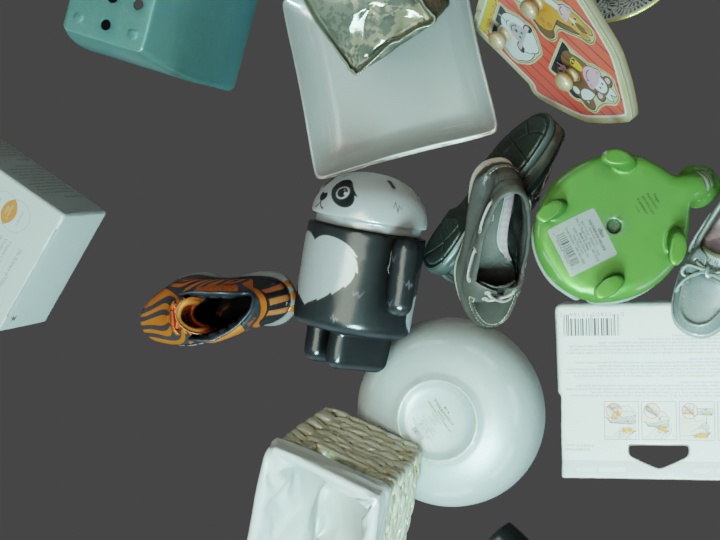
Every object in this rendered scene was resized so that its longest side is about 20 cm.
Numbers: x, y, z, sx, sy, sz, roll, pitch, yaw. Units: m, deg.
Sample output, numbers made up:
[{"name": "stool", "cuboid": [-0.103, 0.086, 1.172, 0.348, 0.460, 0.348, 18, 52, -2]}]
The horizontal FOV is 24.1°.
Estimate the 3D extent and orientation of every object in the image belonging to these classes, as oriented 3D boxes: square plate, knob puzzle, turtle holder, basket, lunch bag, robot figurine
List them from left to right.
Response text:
[{"name": "basket", "cuboid": [-0.025, 0.256, 1.714, 0.135, 0.123, 0.200, 23, 121, 20]}, {"name": "lunch bag", "cuboid": [-0.011, -0.305, 1.622, 0.118, 0.164, 0.200, -34, 97, 13]}, {"name": "robot figurine", "cuboid": [-0.002, 0.000, 1.714, 0.150, 0.125, 0.200, 11, 94, 17]}, {"name": "square plate", "cuboid": [0.030, -0.210, 1.727, 0.198, 0.028, 0.200, -14, 80, 18]}, {"name": "knob puzzle", "cuboid": [0.185, -0.210, 1.615, 0.030, 0.220, 0.220, -40, 81, -19]}, {"name": "turtle holder", "cuboid": [0.249, -0.052, 1.632, 0.141, 0.132, 0.186, 34, 85, 5]}]

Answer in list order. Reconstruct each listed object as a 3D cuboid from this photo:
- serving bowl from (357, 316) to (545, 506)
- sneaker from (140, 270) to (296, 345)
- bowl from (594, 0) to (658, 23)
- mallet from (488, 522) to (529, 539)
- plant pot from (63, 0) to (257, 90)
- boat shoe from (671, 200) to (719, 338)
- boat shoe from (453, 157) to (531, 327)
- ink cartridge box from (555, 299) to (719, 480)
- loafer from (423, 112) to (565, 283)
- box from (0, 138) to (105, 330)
[{"name": "serving bowl", "cuboid": [0.086, 0.150, 1.733, 0.200, 0.066, 0.200, 2, 95, 17]}, {"name": "sneaker", "cuboid": [-0.174, 0.040, 1.762, 0.200, 0.112, 0.078, -15, 89, 33]}, {"name": "bowl", "cuboid": [0.236, -0.340, 1.631, 0.201, 0.094, 0.201, 3, 99, 19]}, {"name": "mallet", "cuboid": [0.120, 0.355, 1.757, 0.066, 0.041, 0.200, 38, 108, 14]}, {"name": "plant pot", "cuboid": [-0.209, -0.272, 1.717, 0.141, 0.200, 0.141, 18, 99, 14]}, {"name": "boat shoe", "cuboid": [0.358, -0.030, 1.617, 0.074, 0.065, 0.202, 32, 90, 26]}, {"name": "boat shoe", "cuboid": [0.133, -0.015, 1.664, 0.067, 0.057, 0.200, -10, 127, -13]}, {"name": "ink cartridge box", "cuboid": [0.298, 0.118, 1.678, 0.200, 0.045, 0.176, -1, 93, 17]}, {"name": "loafer", "cuboid": [0.144, -0.070, 1.708, 0.063, 0.072, 0.200, 30, 108, -29]}, {"name": "box", "cuboid": [-0.410, -0.053, 1.843, 0.200, 0.106, 0.152, 34, 103, 12]}]
